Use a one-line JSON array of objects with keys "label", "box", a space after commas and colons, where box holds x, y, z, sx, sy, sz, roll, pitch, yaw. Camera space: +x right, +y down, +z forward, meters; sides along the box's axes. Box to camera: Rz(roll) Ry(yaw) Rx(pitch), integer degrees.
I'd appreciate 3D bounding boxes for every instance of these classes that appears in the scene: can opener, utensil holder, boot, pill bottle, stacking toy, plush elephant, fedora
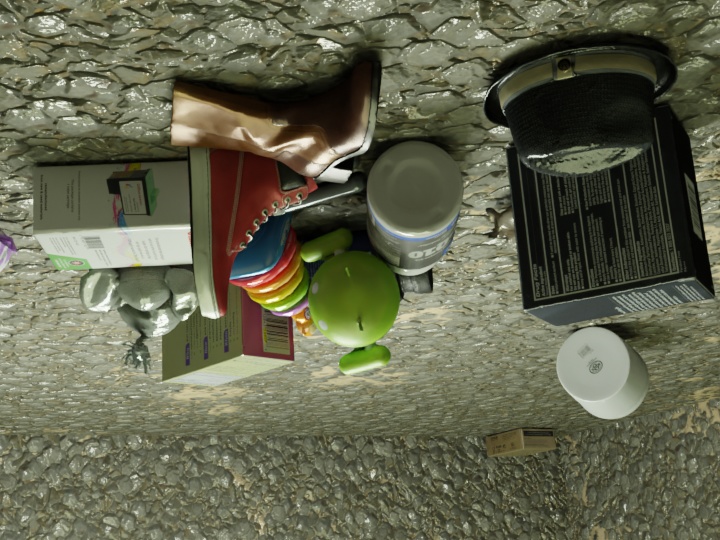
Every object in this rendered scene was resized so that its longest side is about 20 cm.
[{"label": "can opener", "box": [-0.080, -0.101, 1.275, 0.198, 0.053, 0.066, -13, -164, 31]}, {"label": "utensil holder", "box": [0.518, 0.219, 2.281, 0.167, 0.173, 0.200, -11, 161, 21]}, {"label": "boot", "box": [-0.117, -0.048, 1.173, 0.142, 0.204, 0.072, -1, -170, -13]}, {"label": "pill bottle", "box": [0.062, -0.067, 1.288, 0.112, 0.116, 0.200, -4, 164, 0]}, {"label": "stacking toy", "box": [-0.104, 0.019, 1.406, 0.108, 0.117, 0.201, -10, 134, 25]}, {"label": "boot", "box": [-0.087, -0.165, 1.058, 0.197, 0.070, 0.188, 13, 159, -13]}, {"label": "pill bottle", "box": [0.000, 0.000, 1.501, 0.197, 0.114, 0.112, -7, 164, 9]}, {"label": "plush elephant", "box": [-0.278, 0.011, 1.392, 0.162, 0.203, 0.155, 6, 148, -10]}, {"label": "fedora", "box": [0.225, -0.151, 1.080, 0.197, 0.093, 0.201, -4, 164, -1]}]

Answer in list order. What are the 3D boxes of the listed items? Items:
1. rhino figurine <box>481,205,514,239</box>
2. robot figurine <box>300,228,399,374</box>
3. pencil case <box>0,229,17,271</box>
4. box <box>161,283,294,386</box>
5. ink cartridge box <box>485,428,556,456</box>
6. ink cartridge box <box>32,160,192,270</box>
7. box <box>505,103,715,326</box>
[{"label": "rhino figurine", "box": [0.236, -0.075, 1.405, 0.087, 0.061, 0.198, 7, 162, -44]}, {"label": "robot figurine", "box": [-0.008, 0.037, 1.344, 0.114, 0.178, 0.200, -17, 178, -1]}, {"label": "pencil case", "box": [-0.475, -0.050, 1.275, 0.085, 0.085, 0.200, -25, 169, -13]}, {"label": "box", "box": [-0.194, 0.061, 1.538, 0.096, 0.179, 0.198, 12, 157, -43]}, {"label": "ink cartridge box", "box": [0.567, 0.610, 3.775, 0.163, 0.076, 0.199, 5, 160, -34]}, {"label": "ink cartridge box", "box": [-0.274, -0.063, 1.263, 0.196, 0.085, 0.145, -3, 164, -6]}, {"label": "box", "box": [0.286, -0.057, 1.230, 0.196, 0.203, 0.123, -12, 163, 26]}]
